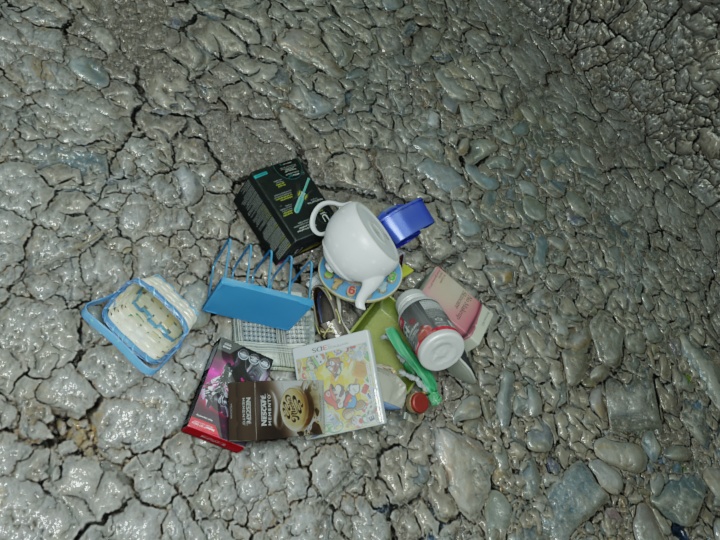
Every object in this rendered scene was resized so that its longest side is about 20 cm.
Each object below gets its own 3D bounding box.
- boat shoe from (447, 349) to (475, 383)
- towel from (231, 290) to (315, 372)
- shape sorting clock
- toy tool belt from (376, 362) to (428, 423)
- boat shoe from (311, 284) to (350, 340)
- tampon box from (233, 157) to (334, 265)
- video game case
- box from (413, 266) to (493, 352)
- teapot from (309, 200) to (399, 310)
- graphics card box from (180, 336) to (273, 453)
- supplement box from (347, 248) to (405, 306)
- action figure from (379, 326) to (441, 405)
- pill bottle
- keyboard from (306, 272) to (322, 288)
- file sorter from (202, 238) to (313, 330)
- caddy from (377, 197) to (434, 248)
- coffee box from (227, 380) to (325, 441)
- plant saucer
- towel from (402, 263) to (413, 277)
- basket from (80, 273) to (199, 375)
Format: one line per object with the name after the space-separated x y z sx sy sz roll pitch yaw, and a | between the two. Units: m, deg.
0.235 0.207 1.668 0.200 0.074 0.060 48 55 -27 | boat shoe
-0.190 0.131 1.500 0.200 0.035 0.193 10 57 -29 | towel
0.000 0.000 1.578 0.200 0.039 0.200 4 40 -4 | shape sorting clock
0.041 0.277 1.506 0.200 0.123 0.125 24 65 -25 | toy tool belt
-0.070 0.126 1.544 0.060 0.072 0.200 25 45 -53 | boat shoe
-0.179 -0.143 1.620 0.150 0.126 0.200 -26 78 -40 | tampon box
-0.048 0.243 1.420 0.023 0.182 0.200 29 48 -65 | video game case
0.223 0.111 1.732 0.200 0.109 0.128 40 47 -5 | box
-0.020 -0.049 1.498 0.197 0.146 0.200 47 19 -26 | teapot
-0.265 0.249 1.350 0.125 0.051 0.200 27 55 -17 | graphics card box
0.014 0.003 1.656 0.109 0.061 0.200 26 43 21 | supplement box
0.122 0.225 1.544 0.200 0.055 0.118 54 14 19 | action figure
0.153 0.130 1.557 0.111 0.111 0.200 12 27 -27 | pill bottle
-0.061 -0.001 1.685 0.056 0.011 0.200 45 47 -1 | keyboard
-0.217 0.029 1.439 0.200 0.139 0.123 15 55 -23 | file sorter
0.101 -0.127 1.785 0.200 0.141 0.105 -30 83 -42 | caddy
-0.164 0.277 1.333 0.200 0.080 0.113 11 72 -52 | coffee box
0.072 0.179 1.631 0.200 0.048 0.200 43 47 -2 | plant saucer
0.040 0.023 1.698 0.086 0.018 0.200 35 46 29 | towel
-0.414 0.104 1.286 0.176 0.139 0.200 45 17 0 | basket
